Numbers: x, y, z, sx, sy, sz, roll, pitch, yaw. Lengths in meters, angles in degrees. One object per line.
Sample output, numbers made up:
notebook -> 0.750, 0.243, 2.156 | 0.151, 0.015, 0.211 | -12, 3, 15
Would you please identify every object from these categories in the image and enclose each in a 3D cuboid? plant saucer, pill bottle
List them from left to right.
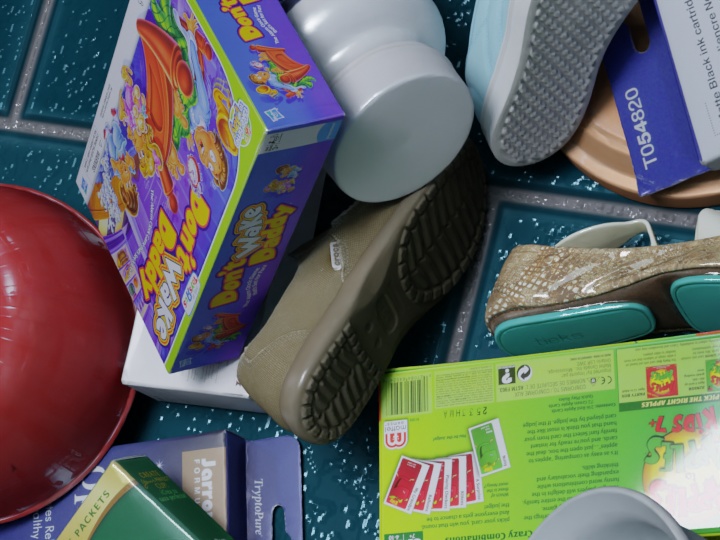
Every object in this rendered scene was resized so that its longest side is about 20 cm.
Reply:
pill bottle -> -0.024, -0.130, 1.080 | 0.111, 0.111, 0.201 | -41, 53, 7
plant saucer -> 0.179, -0.134, 1.093 | 0.198, 0.032, 0.202 | -8, 70, 22

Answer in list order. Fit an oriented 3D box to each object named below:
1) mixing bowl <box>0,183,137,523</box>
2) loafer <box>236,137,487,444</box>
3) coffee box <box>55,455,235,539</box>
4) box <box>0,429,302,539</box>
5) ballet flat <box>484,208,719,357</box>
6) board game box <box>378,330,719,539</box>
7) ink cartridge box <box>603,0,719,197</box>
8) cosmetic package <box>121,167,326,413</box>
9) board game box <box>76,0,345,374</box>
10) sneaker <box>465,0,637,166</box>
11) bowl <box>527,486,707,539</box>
mixing bowl -> -0.229, 0.034, 1.123 | 0.198, 0.108, 0.202 | -3, 75, 9
loafer -> 0.000, 0.000, 1.079 | 0.067, 0.076, 0.200 | 15, 52, 32
coffee box -> -0.086, 0.206, 1.065 | 0.200, 0.044, 0.123 | 42, 104, 17
box -> -0.126, 0.157, 1.139 | 0.198, 0.032, 0.122 | -10, 70, 21
ballet flat -> 0.158, 0.000, 1.042 | 0.198, 0.071, 0.066 | -4, 57, 19
board game box -> 0.108, 0.094, 1.042 | 0.198, 0.048, 0.103 | -8, 71, 23
ink cartridge box -> 0.185, -0.160, 1.010 | 0.199, 0.040, 0.202 | -23, 77, 36
cosmetic package -> -0.070, -0.024, 1.159 | 0.082, 0.051, 0.202 | 5, 75, 26
board game box -> -0.083, -0.061, 1.050 | 0.135, 0.044, 0.201 | 60, 147, 27
sneaker -> 0.093, -0.149, 1.039 | 0.082, 0.073, 0.201 | 63, 144, 34
bowl -> 0.137, 0.206, 0.948 | 0.201, 0.090, 0.203 | -41, 43, 53
